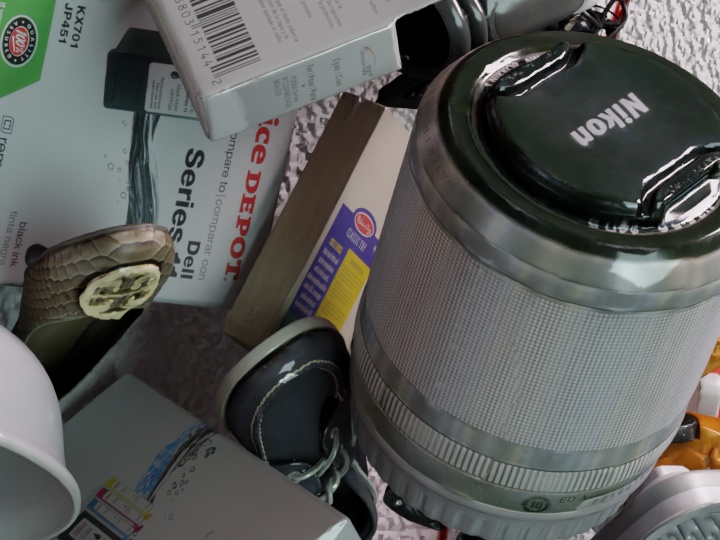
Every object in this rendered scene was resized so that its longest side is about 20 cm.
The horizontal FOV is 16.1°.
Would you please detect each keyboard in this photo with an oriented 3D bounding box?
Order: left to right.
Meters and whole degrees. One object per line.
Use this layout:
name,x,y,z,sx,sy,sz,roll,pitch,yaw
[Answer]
keyboard,0.084,-0.100,1.291,0.104,0.040,0.200,-35,172,18

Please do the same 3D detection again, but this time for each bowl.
bowl,-0.215,0.050,1.100,0.201,0.201,0.091,30,57,-41

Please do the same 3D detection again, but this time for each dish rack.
dish rack,0.154,0.157,1.287,0.171,0.044,0.200,5,140,-40

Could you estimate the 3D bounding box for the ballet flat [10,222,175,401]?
ballet flat,-0.134,0.033,1.145,0.067,0.200,0.046,0,66,-30

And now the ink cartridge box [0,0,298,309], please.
ink cartridge box,-0.132,-0.065,1.182,0.200,0.083,0.147,6,99,-41

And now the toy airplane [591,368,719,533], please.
toy airplane,0.160,0.062,1.424,0.199,0.141,0.200,66,40,-67

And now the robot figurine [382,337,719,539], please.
robot figurine,0.097,0.067,1.302,0.199,0.058,0.145,-2,104,6

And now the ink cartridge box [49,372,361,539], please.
ink cartridge box,-0.085,0.174,1.208,0.145,0.200,0.147,-40,125,-17

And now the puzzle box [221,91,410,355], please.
puzzle box,0.000,0.000,1.290,0.133,0.025,0.200,-62,159,-7

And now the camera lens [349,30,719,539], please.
camera lens,0.085,0.006,1.147,0.160,0.160,0.200,-21,144,-34

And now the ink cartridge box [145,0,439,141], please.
ink cartridge box,-0.025,-0.176,1.137,0.176,0.200,0.045,-22,154,-5

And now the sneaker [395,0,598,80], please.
sneaker,0.010,-0.150,1.195,0.099,0.200,0.071,-31,130,-31

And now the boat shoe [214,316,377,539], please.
boat shoe,-0.020,0.084,1.232,0.073,0.063,0.200,-35,158,-11
